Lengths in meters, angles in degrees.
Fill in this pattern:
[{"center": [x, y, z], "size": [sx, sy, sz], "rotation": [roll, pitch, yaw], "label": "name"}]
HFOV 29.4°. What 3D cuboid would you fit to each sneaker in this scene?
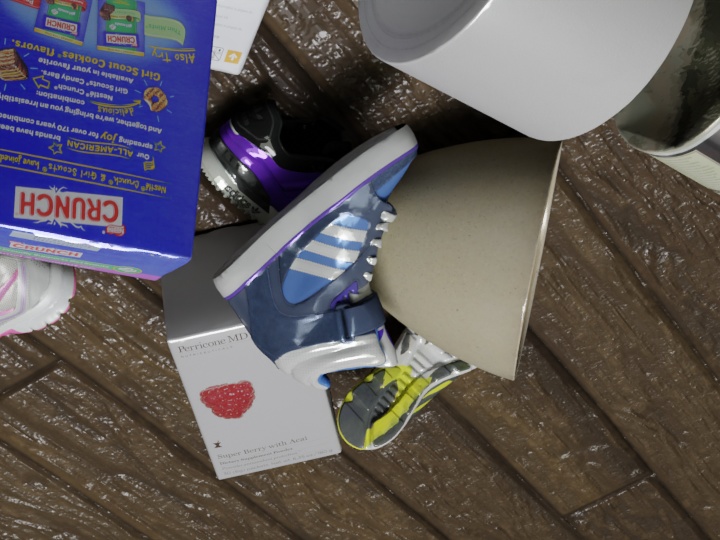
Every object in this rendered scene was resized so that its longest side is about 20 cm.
[{"center": [-0.036, -0.071, 1.127], "size": [0.099, 0.070, 0.200], "rotation": [-40, 133, 15], "label": "sneaker"}, {"center": [-0.342, 0.030, 1.157], "size": [0.200, 0.082, 0.088], "rotation": [-33, 132, 9], "label": "sneaker"}, {"center": [0.049, 0.091, 1.287], "size": [0.200, 0.075, 0.085], "rotation": [-39, 177, -16], "label": "sneaker"}, {"center": [0.000, 0.000, 1.064], "size": [0.200, 0.081, 0.147], "rotation": [-40, 99, 5], "label": "sneaker"}]

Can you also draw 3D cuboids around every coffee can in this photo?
[{"center": [0.322, -0.123, 1.099], "size": [0.199, 0.147, 0.146], "rotation": [23, 126, -31], "label": "coffee can"}]

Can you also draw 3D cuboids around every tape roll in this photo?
[{"center": [0.110, -0.206, 0.928], "size": [0.139, 0.203, 0.203], "rotation": [22, 126, -30], "label": "tape roll"}]

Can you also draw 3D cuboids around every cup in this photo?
[{"center": [0.078, -0.023, 1.136], "size": [0.142, 0.201, 0.201], "rotation": [12, 136, 8], "label": "cup"}]

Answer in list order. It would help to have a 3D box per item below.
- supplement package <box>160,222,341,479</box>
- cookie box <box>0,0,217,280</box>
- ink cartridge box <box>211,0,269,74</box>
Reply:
[{"center": [-0.097, 0.071, 1.218], "size": [0.121, 0.120, 0.201], "rotation": [-12, 136, 0], "label": "supplement package"}, {"center": [-0.191, -0.108, 0.893], "size": [0.170, 0.201, 0.075], "rotation": [11, 163, -24], "label": "cookie box"}, {"center": [-0.144, -0.240, 0.946], "size": [0.197, 0.044, 0.200], "rotation": [10, 134, -22], "label": "ink cartridge box"}]
